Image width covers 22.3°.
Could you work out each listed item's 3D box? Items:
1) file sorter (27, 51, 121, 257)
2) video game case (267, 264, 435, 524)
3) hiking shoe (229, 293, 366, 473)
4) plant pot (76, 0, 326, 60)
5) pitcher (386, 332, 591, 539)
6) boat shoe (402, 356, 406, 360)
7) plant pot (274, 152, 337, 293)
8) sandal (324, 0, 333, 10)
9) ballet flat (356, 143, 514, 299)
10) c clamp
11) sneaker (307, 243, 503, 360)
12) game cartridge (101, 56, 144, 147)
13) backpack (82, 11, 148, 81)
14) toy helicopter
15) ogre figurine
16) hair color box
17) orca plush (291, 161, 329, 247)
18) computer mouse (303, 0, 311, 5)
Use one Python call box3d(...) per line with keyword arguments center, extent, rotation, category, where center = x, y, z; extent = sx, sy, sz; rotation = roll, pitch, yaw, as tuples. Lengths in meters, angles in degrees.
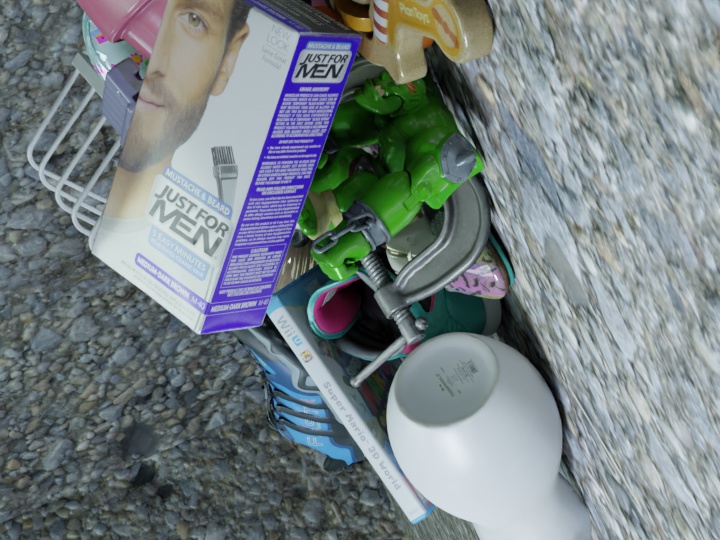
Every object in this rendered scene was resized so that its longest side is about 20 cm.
box3d(center=(-0.208, -0.089, 1.698), extent=(0.139, 0.125, 0.200), rotation=(28, -168, -38), category="file sorter")
box3d(center=(0.007, 0.088, 1.412), extent=(0.200, 0.018, 0.143), rotation=(55, -160, -1), category="video game case")
box3d(center=(-0.049, 0.094, 1.429), extent=(0.200, 0.087, 0.074), rotation=(44, -157, -29), category="hiking shoe")
box3d(center=(-0.100, -0.214, 1.467), extent=(0.179, 0.200, 0.200), rotation=(51, 176, -4), category="plant pot")
box3d(center=(0.083, 0.119, 1.355), extent=(0.172, 0.121, 0.200), rotation=(50, 175, 42), category="pitcher")
box3d(center=(0.061, 0.037, 1.504), extent=(0.200, 0.066, 0.072), rotation=(-152, 70, -76), category="boat shoe")
box3d(center=(-0.028, -0.028, 1.552), extent=(0.201, 0.092, 0.201), rotation=(-178, 90, -76), category="plant pot")
box3d(center=(-0.007, -0.193, 1.282), extent=(0.200, 0.048, 0.075), rotation=(-123, 10, -59), category="sandal")
box3d(center=(0.043, -0.037, 1.333), extent=(0.200, 0.071, 0.069), rotation=(-120, 14, -46), category="ballet flat")
box3d(center=(0.009, -0.042, 1.281), extent=(0.027, 0.171, 0.200), rotation=(-7, -112, -53), category="c clamp")
box3d(center=(0.000, 0.000, 1.384), extent=(0.200, 0.121, 0.084), rotation=(41, 136, 33), category="sneaker")
box3d(center=(-0.143, -0.075, 1.505), extent=(0.200, 0.038, 0.130), rotation=(51, 162, 1), category="game cartridge")
box3d(center=(-0.151, -0.235, 1.642), extent=(0.127, 0.200, 0.167), rotation=(-74, -32, -67), category="backpack")
box3d(center=(0.023, -0.171, 1.075), extent=(0.200, 0.079, 0.133), rotation=(35, 141, 59), category="toy helicopter")
box3d(center=(0.010, -0.072, 1.189), extent=(0.098, 0.120, 0.200), rotation=(59, -174, -7), category="ogre figurine")
box3d(center=(-0.085, -0.074, 1.111), extent=(0.109, 0.065, 0.200), rotation=(34, 113, 33), category="hair color box")
box3d(center=(-0.047, -0.076, 1.427), extent=(0.105, 0.071, 0.200), rotation=(63, 167, -1), category="orca plush")
box3d(center=(-0.071, -0.135, 1.218), extent=(0.200, 0.053, 0.139), rotation=(-86, 16, -54), category="computer mouse")
